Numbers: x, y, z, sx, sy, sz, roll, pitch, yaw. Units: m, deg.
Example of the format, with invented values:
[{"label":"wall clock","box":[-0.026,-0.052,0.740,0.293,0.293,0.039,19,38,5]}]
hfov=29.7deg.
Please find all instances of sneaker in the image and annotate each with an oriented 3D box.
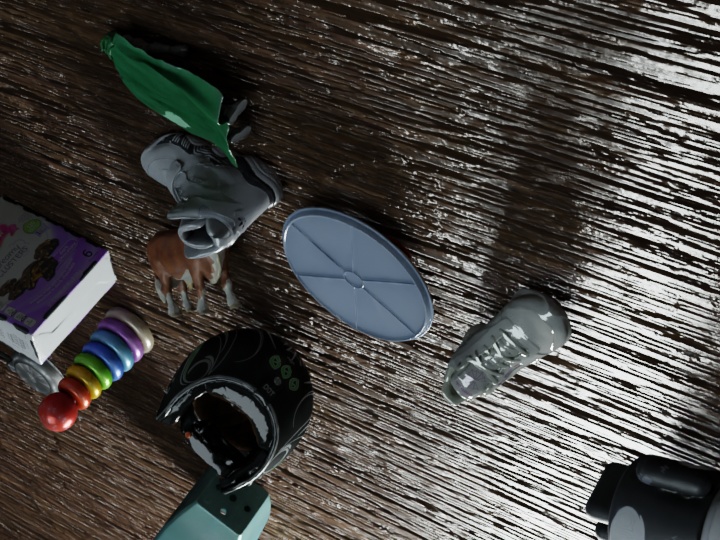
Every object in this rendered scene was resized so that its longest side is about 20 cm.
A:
[{"label":"sneaker","box":[0.149,0.088,1.400,0.075,0.100,0.200,41,148,-2]},{"label":"sneaker","box":[-0.191,-0.084,1.514,0.198,0.115,0.076,16,143,32]}]

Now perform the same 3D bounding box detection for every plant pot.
[{"label":"plant pot","box":[-0.228,0.401,2.177,0.141,0.142,0.201,36,142,2]}]

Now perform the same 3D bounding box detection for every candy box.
[{"label":"candy box","box":[-0.469,0.010,1.878,0.198,0.168,0.072,25,147,20]}]

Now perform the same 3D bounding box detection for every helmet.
[{"label":"helmet","box":[-0.155,0.170,1.738,0.197,0.191,0.203,3,108,10]}]

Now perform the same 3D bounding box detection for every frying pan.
[{"label":"frying pan","box":[-0.584,0.158,2.332,0.188,0.031,0.116,27,146,14]}]

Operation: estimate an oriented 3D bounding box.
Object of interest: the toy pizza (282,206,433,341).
[{"label":"toy pizza","box":[0.000,0.000,1.507,0.198,0.032,0.201,27,149,18]}]

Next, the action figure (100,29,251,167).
[{"label":"action figure","box":[-0.203,-0.200,1.435,0.199,0.055,0.119,34,151,21]}]

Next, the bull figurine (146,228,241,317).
[{"label":"bull figurine","box":[-0.200,-0.009,1.655,0.199,0.064,0.123,-5,96,59]}]

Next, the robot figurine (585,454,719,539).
[{"label":"robot figurine","box":[0.337,0.261,1.410,0.198,0.127,0.149,10,-179,39]}]

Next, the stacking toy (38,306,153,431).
[{"label":"stacking toy","box":[-0.384,0.150,1.938,0.085,0.201,0.086,26,148,18]}]
